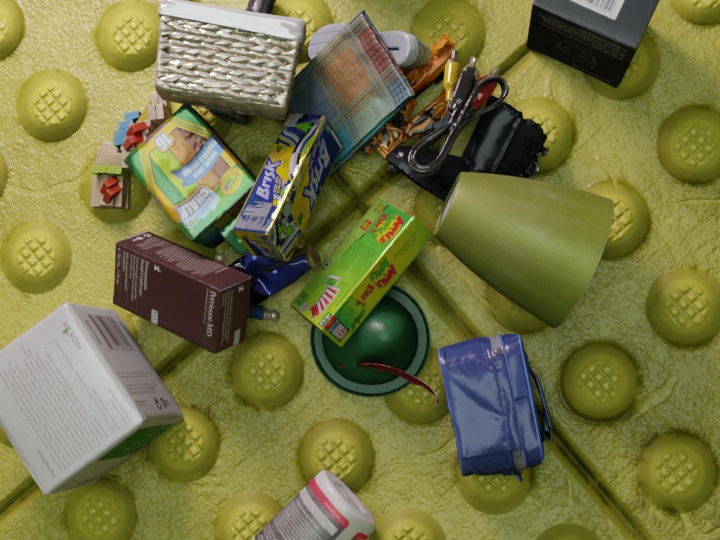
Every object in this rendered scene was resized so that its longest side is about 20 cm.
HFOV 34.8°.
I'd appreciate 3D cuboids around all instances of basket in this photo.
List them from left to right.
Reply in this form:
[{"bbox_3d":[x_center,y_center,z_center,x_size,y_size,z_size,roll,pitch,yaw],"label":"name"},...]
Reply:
[{"bbox_3d":[-0.180,-0.285,1.576,0.198,0.136,0.125,8,89,-4],"label":"basket"}]

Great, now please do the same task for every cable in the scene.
[{"bbox_3d":[0.135,-0.206,1.569,0.096,0.050,0.201,22,78,5],"label":"cable"}]

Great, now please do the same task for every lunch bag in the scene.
[{"bbox_3d":[0.187,0.188,1.556,0.131,0.136,0.202,-12,84,5],"label":"lunch bag"}]

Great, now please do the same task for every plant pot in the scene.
[{"bbox_3d":[0.206,-0.050,1.534,0.199,0.187,0.188,24,88,-2],"label":"plant pot"}]

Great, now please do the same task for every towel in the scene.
[{"bbox_3d":[-0.023,-0.247,1.618,0.200,0.022,0.147,-39,79,40],"label":"towel"}]

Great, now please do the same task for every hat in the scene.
[{"bbox_3d":[0.017,0.091,1.562,0.198,0.176,0.167,4,85,7],"label":"hat"}]

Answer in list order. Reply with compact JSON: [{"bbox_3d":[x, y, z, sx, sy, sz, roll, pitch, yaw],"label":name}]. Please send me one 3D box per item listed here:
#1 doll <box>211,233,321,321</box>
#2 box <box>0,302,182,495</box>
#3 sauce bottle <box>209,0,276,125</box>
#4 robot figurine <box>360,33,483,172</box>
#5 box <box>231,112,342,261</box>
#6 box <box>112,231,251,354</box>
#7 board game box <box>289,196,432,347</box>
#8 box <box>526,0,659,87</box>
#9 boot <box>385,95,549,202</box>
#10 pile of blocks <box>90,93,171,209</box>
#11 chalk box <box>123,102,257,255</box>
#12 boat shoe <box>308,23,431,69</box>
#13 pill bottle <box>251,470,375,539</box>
[{"bbox_3d":[-0.154,0.018,1.637,0.199,0.049,0.137,-28,118,16],"label":"doll"},{"bbox_3d":[-0.386,0.174,1.589,0.171,0.199,0.201,-35,82,3],"label":"box"},{"bbox_3d":[-0.167,-0.317,1.677,0.064,0.065,0.202,14,86,7],"label":"sauce bottle"},{"bbox_3d":[0.076,-0.238,1.645,0.200,0.058,0.145,-41,80,1],"label":"robot figurine"},{"bbox_3d":[-0.098,-0.117,1.581,0.064,0.070,0.201,10,63,31],"label":"box"},{"bbox_3d":[-0.251,0.029,1.604,0.199,0.075,0.101,21,117,27],"label":"box"},{"bbox_3d":[0.000,0.000,1.601,0.200,0.101,0.048,-50,125,-5],"label":"board game box"},{"bbox_3d":[0.315,-0.347,1.557,0.148,0.200,0.108,26,87,7],"label":"box"},{"bbox_3d":[0.155,-0.168,1.606,0.197,0.073,0.163,31,95,-12],"label":"boot"},{"bbox_3d":[-0.347,-0.181,1.686,0.082,0.062,0.201,27,88,8],"label":"pile of blocks"},{"bbox_3d":[-0.215,-0.115,1.634,0.125,0.124,0.200,-43,82,2],"label":"chalk box"},{"bbox_3d":[0.011,-0.308,1.636,0.199,0.062,0.073,15,93,40],"label":"boat shoe"},{"bbox_3d":[-0.083,0.382,1.582,0.200,0.111,0.111,-45,82,1],"label":"pill bottle"}]
